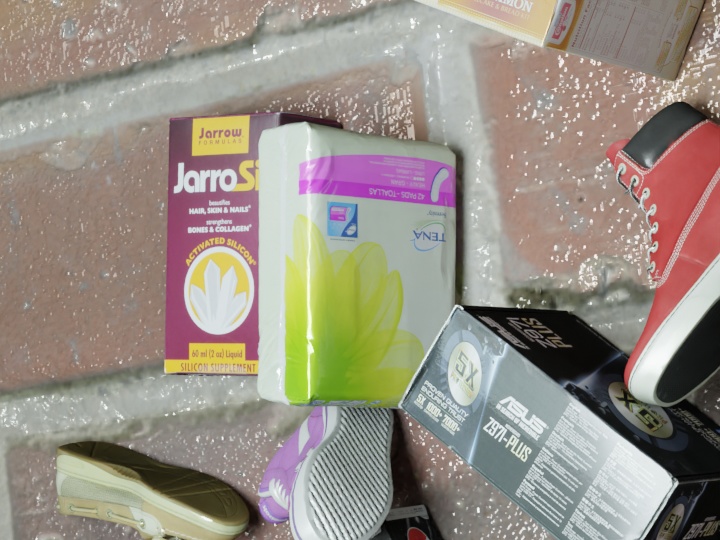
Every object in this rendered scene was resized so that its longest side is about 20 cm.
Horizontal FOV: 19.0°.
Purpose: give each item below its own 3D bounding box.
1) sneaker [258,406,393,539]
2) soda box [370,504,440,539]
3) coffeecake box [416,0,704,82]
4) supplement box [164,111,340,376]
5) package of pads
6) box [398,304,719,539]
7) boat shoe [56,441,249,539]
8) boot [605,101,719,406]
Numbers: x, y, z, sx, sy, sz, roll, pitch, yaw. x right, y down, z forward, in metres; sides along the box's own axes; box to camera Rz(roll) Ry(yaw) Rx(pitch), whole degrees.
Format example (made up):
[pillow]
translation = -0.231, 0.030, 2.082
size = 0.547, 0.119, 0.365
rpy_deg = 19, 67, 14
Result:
[sneaker]
translation = -0.033, 0.169, 1.579
size = 0.073, 0.201, 0.114
rpy_deg = 39, 116, -10
[soda box]
translation = -0.027, 0.251, 1.623
size = 0.200, 0.071, 0.063
rpy_deg = -35, 71, 27
[coffeecake box]
translation = 0.121, -0.196, 1.472
size = 0.153, 0.200, 0.073
rpy_deg = 25, 101, 31
[supplement box]
translation = -0.084, -0.018, 1.664
size = 0.110, 0.086, 0.201
rpy_deg = -1, 87, 33
[package of pads]
translation = 0.000, 0.000, 1.570
size = 0.068, 0.154, 0.201
rpy_deg = -4, 84, 46
[box]
translation = 0.154, 0.113, 1.458
size = 0.200, 0.164, 0.086
rpy_deg = 39, 109, 29
[boat shoe]
translation = -0.169, 0.190, 1.722
size = 0.200, 0.073, 0.063
rpy_deg = 15, 103, 35
[boot]
translation = 0.206, -0.015, 1.468
size = 0.144, 0.072, 0.200
rpy_deg = 28, 80, 32
